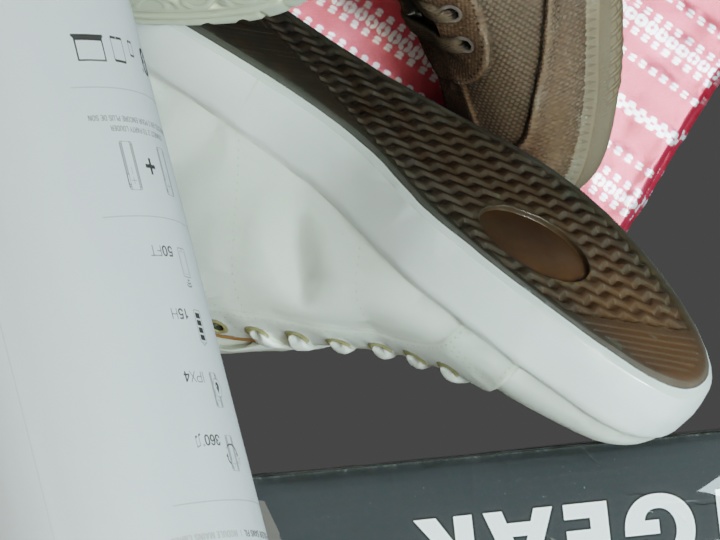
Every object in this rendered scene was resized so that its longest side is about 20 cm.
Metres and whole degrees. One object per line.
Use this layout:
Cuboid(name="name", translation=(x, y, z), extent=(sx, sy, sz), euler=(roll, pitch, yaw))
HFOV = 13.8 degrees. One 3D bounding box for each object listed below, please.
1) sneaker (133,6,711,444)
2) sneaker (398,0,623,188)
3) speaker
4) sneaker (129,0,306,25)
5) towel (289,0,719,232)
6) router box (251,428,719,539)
Cuboid(name="sneaker", translation=(0.000, 0.000, 0.761), extent=(0.200, 0.073, 0.085), euler=(36, 115, 28))
Cuboid(name="sneaker", translation=(0.014, -0.107, 0.760), extent=(0.075, 0.070, 0.201), euler=(-18, 114, -24))
Cuboid(name="speaker", translation=(-0.071, 0.025, 0.684), extent=(0.081, 0.081, 0.200), euler=(-14, 78, -9))
Cuboid(name="sneaker", translation=(-0.094, -0.133, 0.749), extent=(0.199, 0.077, 0.111), euler=(10, 55, 1))
Cuboid(name="towel", translation=(0.047, -0.099, 0.832), extent=(0.144, 0.022, 0.200), euler=(33, 89, -12))
Cuboid(name="router box", translation=(0.057, 0.073, 0.789), extent=(0.199, 0.149, 0.051), euler=(-5, 83, -11))
